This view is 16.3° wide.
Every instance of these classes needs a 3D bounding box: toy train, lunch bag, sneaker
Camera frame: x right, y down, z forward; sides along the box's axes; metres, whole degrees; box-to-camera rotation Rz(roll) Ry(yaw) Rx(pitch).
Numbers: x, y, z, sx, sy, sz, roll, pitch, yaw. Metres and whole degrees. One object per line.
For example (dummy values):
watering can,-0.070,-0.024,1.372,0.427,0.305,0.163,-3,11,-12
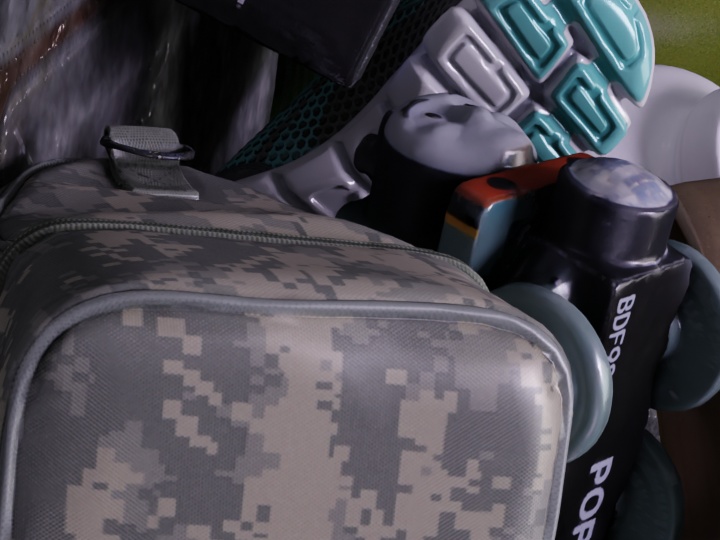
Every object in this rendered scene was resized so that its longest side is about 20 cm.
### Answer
toy train,0.026,0.052,0.676,0.085,0.114,0.201,-18,129,-46
lunch bag,-0.047,0.078,0.613,0.168,0.138,0.202,-138,-126,-68
sneaker,0.007,-0.035,0.754,0.078,0.199,0.091,47,25,-20

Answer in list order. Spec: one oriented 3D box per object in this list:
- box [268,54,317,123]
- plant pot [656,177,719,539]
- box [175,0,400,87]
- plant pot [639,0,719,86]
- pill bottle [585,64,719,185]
box,0.046,-0.126,0.837,0.200,0.036,0.145,-42,-157,25
plant pot,0.146,0.068,0.735,0.201,0.092,0.203,-8,90,-90
box,0.015,-0.177,0.713,0.164,0.086,0.200,-62,-177,35
plant pot,0.104,-0.152,1.086,0.200,0.191,0.202,10,90,-80
pill bottle,0.081,-0.007,0.910,0.199,0.110,0.111,-23,-138,47
